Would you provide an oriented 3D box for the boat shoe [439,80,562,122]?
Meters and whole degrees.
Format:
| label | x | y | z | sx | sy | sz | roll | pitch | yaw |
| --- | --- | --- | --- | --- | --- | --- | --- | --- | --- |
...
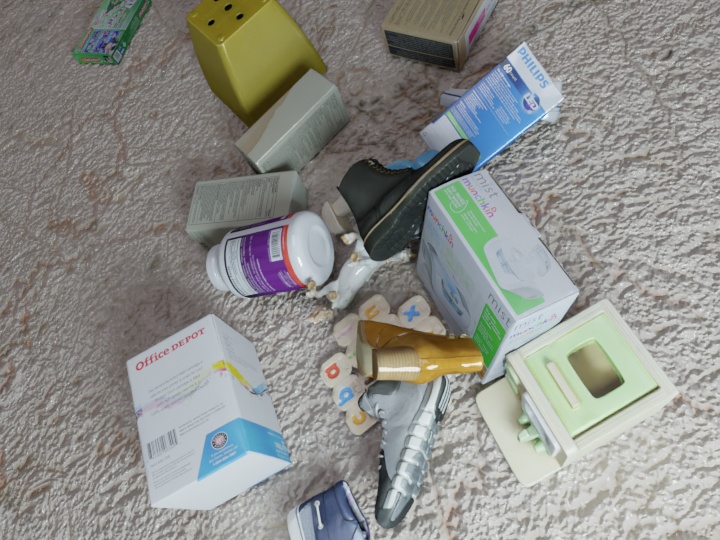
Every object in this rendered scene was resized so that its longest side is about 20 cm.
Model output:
| label | x | y | z | sx | sy | sz | roll | pitch | yaw |
| --- | --- | --- | --- | --- | --- | --- | --- | --- | --- |
| boat shoe | 0.230 | -0.292 | 0.868 | 0.193 | 0.074 | 0.069 | 10 | 110 | 10 |

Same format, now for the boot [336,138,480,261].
| label | x | y | z | sx | sy | sz | roll | pitch | yaw |
| --- | --- | --- | --- | --- | --- | --- | --- | --- | --- |
| boot | 0.052 | -0.132 | 0.720 | 0.199 | 0.077 | 0.140 | -42 | 58 | 18 |

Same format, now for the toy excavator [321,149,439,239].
| label | x | y | z | sx | sy | sz | roll | pitch | yaw |
| --- | --- | --- | --- | --- | --- | --- | --- | --- | --- |
| toy excavator | 0.047 | -0.112 | 0.823 | 0.199 | 0.099 | 0.198 | 37 | 113 | 27 |

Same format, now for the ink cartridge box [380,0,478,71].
| label | x | y | z | sx | sy | sz | roll | pitch | yaw |
| --- | --- | --- | --- | --- | --- | --- | --- | --- | --- |
| ink cartridge box | 0.154 | -0.489 | 0.989 | 0.161 | 0.075 | 0.203 | 23 | 74 | 24 |

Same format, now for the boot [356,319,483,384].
| label | x | y | z | sx | sy | sz | roll | pitch | yaw |
| --- | --- | --- | --- | --- | --- | --- | --- | --- | --- |
| boot | 0.071 | 0.108 | 0.702 | 0.139 | 0.201 | 0.073 | 0 | 94 | -11 |

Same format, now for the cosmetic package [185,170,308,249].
| label | x | y | z | sx | sy | sz | roll | pitch | yaw |
| --- | --- | --- | --- | --- | --- | --- | --- | --- | --- |
| cosmetic package | -0.195 | -0.103 | 0.922 | 0.193 | 0.071 | 0.108 | -2 | 65 | 17 |

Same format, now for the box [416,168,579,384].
| label | x | y | z | sx | sy | sz | roll | pitch | yaw |
| --- | --- | --- | --- | --- | --- | --- | --- | --- | --- |
| box | 0.165 | 0.009 | 0.689 | 0.094 | 0.178 | 0.203 | -20 | 60 | -13 |

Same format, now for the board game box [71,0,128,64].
| label | x | y | z | sx | sy | sz | roll | pitch | yaw |
| --- | --- | --- | --- | --- | --- | --- | --- | --- | --- |
| board game box | -0.613 | -0.600 | 1.307 | 0.131 | 0.029 | 0.205 | 10 | 70 | 22 |

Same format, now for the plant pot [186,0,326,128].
| label | x | y | z | sx | sy | sz | roll | pitch | yaw |
| --- | --- | --- | --- | --- | --- | --- | --- | --- | --- |
| plant pot | -0.215 | -0.434 | 1.022 | 0.200 | 0.177 | 0.200 | -43 | 62 | -6 |

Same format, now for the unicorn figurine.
| label | x | y | z | sx | sy | sz | roll | pitch | yaw |
| --- | --- | --- | --- | --- | --- | --- | --- | --- | --- |
| unicorn figurine | 0.000 | 0.000 | 0.795 | 0.198 | 0.137 | 0.075 | -36 | 69 | 15 |

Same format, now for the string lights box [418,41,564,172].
| label | x | y | z | sx | sy | sz | roll | pitch | yaw |
| --- | --- | --- | --- | --- | --- | --- | --- | --- | --- |
| string lights box | 0.199 | -0.235 | 0.815 | 0.198 | 0.059 | 0.104 | -37 | 87 | 17 |

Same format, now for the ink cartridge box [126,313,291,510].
| label | x | y | z | sx | sy | sz | roll | pitch | yaw |
| --- | --- | --- | --- | --- | --- | --- | --- | --- | --- |
| ink cartridge box | -0.212 | 0.201 | 0.744 | 0.144 | 0.147 | 0.204 | -27 | 61 | 3 |

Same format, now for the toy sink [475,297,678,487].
| label | x | y | z | sx | sy | sz | roll | pitch | yaw |
| --- | --- | --- | --- | --- | --- | --- | --- | --- | --- |
| toy sink | 0.248 | 0.151 | 0.643 | 0.196 | 0.112 | 0.132 | -29 | 60 | 2 |

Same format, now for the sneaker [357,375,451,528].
| label | x | y | z | sx | sy | sz | roll | pitch | yaw |
| --- | --- | --- | --- | --- | --- | --- | --- | --- | --- |
| sneaker | 0.037 | 0.217 | 0.692 | 0.113 | 0.076 | 0.203 | 14 | 60 | 27 |

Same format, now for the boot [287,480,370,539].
| label | x | y | z | sx | sy | sz | roll | pitch | yaw |
| --- | --- | --- | --- | --- | --- | --- | --- | --- | --- |
| boot | -0.019 | 0.370 | 0.646 | 0.089 | 0.073 | 0.203 | -32 | 60 | 7 |

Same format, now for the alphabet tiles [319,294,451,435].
| label | x | y | z | sx | sy | sz | roll | pitch | yaw |
| --- | --- | --- | --- | --- | --- | --- | --- | --- | --- |
| alphabet tiles | 0.042 | 0.136 | 0.770 | 0.193 | 0.015 | 0.202 | -36 | 61 | -1 |

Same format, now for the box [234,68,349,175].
| label | x | y | z | sx | sy | sz | roll | pitch | yaw |
| --- | --- | --- | --- | --- | --- | --- | --- | --- | --- |
| box | -0.120 | -0.252 | 0.956 | 0.200 | 0.095 | 0.077 | -46 | 61 | -9 |

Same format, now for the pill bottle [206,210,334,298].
| label | x | y | z | sx | sy | sz | roll | pitch | yaw |
| --- | --- | --- | --- | --- | --- | --- | --- | --- | --- |
| pill bottle | -0.145 | -0.020 | 0.833 | 0.195 | 0.112 | 0.116 | -10 | 62 | 28 |
